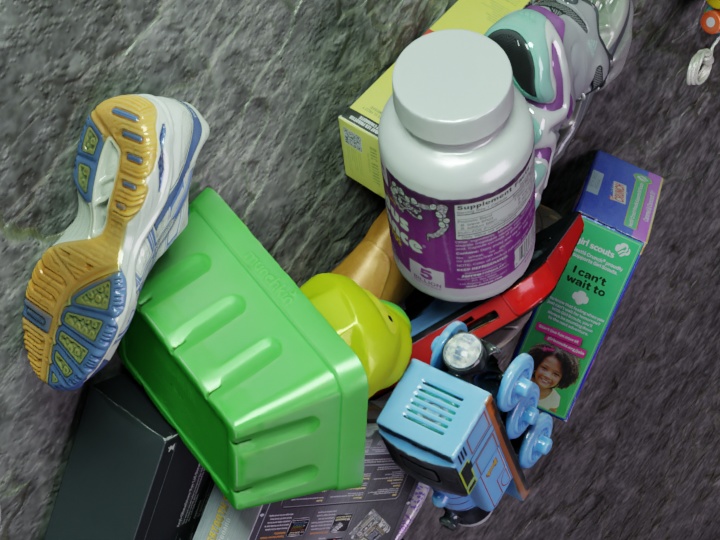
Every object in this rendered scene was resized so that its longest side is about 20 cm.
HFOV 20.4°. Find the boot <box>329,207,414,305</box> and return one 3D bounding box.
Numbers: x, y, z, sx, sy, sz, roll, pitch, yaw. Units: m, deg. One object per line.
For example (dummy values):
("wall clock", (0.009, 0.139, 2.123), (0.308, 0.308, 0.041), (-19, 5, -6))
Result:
("boot", (0.001, 0.000, 1.550), (0.145, 0.071, 0.201), (-59, 167, 18))

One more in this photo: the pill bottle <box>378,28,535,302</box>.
("pill bottle", (0.069, -0.075, 1.426), (0.112, 0.112, 0.201), (-46, 152, -23))

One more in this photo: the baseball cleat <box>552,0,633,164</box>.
("baseball cleat", (0.181, -0.152, 1.713), (0.201, 0.070, 0.106), (-58, 155, 4))

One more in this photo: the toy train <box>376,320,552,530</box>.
("toy train", (0.080, 0.121, 1.493), (0.115, 0.086, 0.200), (-56, 154, -18))

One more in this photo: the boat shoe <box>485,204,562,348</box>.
("boat shoe", (0.124, 0.024, 1.785), (0.200, 0.074, 0.074), (-52, 165, -37))

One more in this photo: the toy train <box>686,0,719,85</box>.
("toy train", (0.315, -0.272, 1.843), (0.150, 0.055, 0.201), (-46, 150, -20))

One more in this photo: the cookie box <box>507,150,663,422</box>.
("cookie box", (0.211, 0.012, 1.892), (0.171, 0.075, 0.201), (-59, 170, -63))

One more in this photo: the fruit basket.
("fruit basket", (-0.044, 0.047, 1.368), (0.215, 0.215, 0.156), (-40, 151, -32))

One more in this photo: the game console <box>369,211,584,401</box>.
("game console", (0.081, 0.026, 1.595), (0.199, 0.031, 0.177), (-30, -169, 24))

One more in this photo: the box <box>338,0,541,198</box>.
("box", (0.066, -0.147, 1.528), (0.200, 0.050, 0.076), (-46, 152, -23))

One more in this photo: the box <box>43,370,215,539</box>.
("box", (-0.152, 0.165, 1.459), (0.141, 0.079, 0.201), (-24, 140, -56))

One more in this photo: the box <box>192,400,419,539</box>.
("box", (-0.037, 0.177, 1.500), (0.199, 0.048, 0.159), (4, 112, -54))

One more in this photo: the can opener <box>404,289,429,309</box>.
("can opener", (0.087, -0.039, 1.681), (0.063, 0.078, 0.201), (-37, 158, -43))

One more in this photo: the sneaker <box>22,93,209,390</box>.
("sneaker", (-0.146, -0.014, 1.260), (0.088, 0.075, 0.201), (-11, 130, -58))

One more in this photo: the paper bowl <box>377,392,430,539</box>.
("paper bowl", (-0.029, 0.176, 1.668), (0.201, 0.104, 0.201), (-43, 152, -29))

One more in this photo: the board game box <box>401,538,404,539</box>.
("board game box", (0.012, 0.307, 1.786), (0.199, 0.199, 0.062), (-11, 129, -57))

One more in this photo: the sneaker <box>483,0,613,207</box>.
("sneaker", (0.148, -0.129, 1.547), (0.140, 0.078, 0.201), (-36, 150, -38))
